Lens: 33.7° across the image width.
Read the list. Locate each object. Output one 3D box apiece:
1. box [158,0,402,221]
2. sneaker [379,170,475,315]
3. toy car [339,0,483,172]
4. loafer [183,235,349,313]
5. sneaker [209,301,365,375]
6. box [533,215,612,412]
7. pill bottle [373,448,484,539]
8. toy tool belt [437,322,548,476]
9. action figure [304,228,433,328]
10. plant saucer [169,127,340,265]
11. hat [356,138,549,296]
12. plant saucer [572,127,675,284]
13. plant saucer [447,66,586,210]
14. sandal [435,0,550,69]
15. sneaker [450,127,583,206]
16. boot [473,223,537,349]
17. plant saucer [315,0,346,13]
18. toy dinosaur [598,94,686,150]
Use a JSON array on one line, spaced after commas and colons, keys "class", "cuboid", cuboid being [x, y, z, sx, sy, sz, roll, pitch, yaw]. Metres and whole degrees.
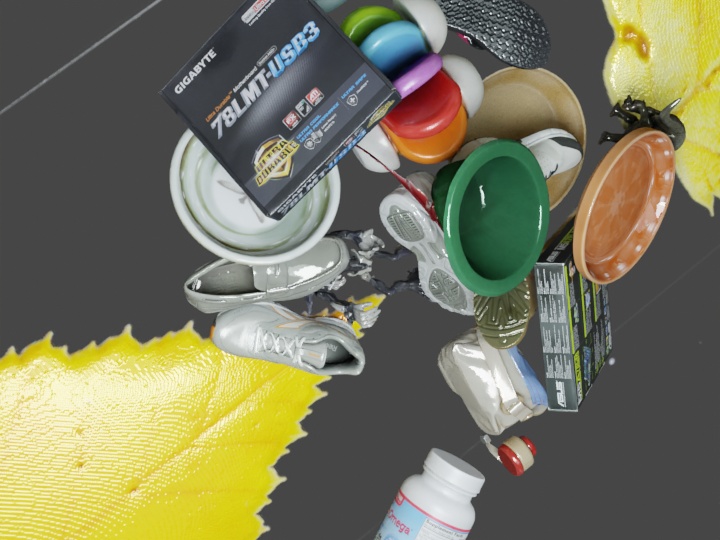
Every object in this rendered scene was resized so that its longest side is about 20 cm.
[{"class": "box", "cuboid": [-0.090, -0.195, 1.314, 0.200, 0.050, 0.199, -43, 79, 7]}, {"class": "sneaker", "cuboid": [0.106, -0.036, 1.434, 0.100, 0.077, 0.201, -53, 125, -36]}, {"class": "toy car", "cuboid": [0.051, -0.212, 1.377, 0.174, 0.150, 0.201, -35, 111, -2]}, {"class": "loafer", "cuboid": [-0.111, 0.003, 1.389, 0.198, 0.070, 0.071, -19, 76, 5]}, {"class": "sneaker", "cuboid": [-0.083, 0.086, 1.447, 0.197, 0.092, 0.077, 7, 103, -22]}, {"class": "box", "cuboid": [0.280, 0.051, 1.543, 0.193, 0.047, 0.203, -39, 125, -55]}, {"class": "pill bottle", "cuboid": [0.084, 0.344, 1.575, 0.108, 0.109, 0.202, 25, 94, -25]}, {"class": "toy tool belt", "cuboid": [0.200, 0.152, 1.557, 0.122, 0.125, 0.201, -33, 94, -16]}, {"class": "action figure", "cuboid": [0.000, 0.000, 1.453, 0.197, 0.102, 0.121, -5, 107, -24]}, {"class": "plant saucer", "cuboid": [-0.123, -0.096, 1.378, 0.197, 0.050, 0.203, 4, 72, -12]}, {"class": "hat", "cuboid": [0.098, -0.083, 1.367, 0.165, 0.175, 0.202, -32, 119, -31]}, {"class": "plant saucer", "cuboid": [0.323, -0.081, 1.474, 0.199, 0.032, 0.203, -29, 133, -37]}, {"class": "plant saucer", "cuboid": [0.195, -0.161, 1.521, 0.197, 0.035, 0.203, -6, 106, -20]}, {"class": "sandal", "cuboid": [0.145, -0.309, 1.463, 0.198, 0.045, 0.076, 22, 90, -11]}, {"class": "sneaker", "cuboid": [0.200, -0.119, 1.446, 0.198, 0.080, 0.074, -13, 149, -34]}, {"class": "boot", "cuboid": [0.188, 0.029, 1.459, 0.065, 0.200, 0.178, -5, 72, 16]}, {"class": "plant saucer", "cuboid": [-0.064, -0.389, 1.353, 0.198, 0.039, 0.204, -6, 107, -21]}, {"class": "toy dinosaur", "cuboid": [0.376, -0.178, 1.539, 0.101, 0.200, 0.078, 30, 56, -7]}]
